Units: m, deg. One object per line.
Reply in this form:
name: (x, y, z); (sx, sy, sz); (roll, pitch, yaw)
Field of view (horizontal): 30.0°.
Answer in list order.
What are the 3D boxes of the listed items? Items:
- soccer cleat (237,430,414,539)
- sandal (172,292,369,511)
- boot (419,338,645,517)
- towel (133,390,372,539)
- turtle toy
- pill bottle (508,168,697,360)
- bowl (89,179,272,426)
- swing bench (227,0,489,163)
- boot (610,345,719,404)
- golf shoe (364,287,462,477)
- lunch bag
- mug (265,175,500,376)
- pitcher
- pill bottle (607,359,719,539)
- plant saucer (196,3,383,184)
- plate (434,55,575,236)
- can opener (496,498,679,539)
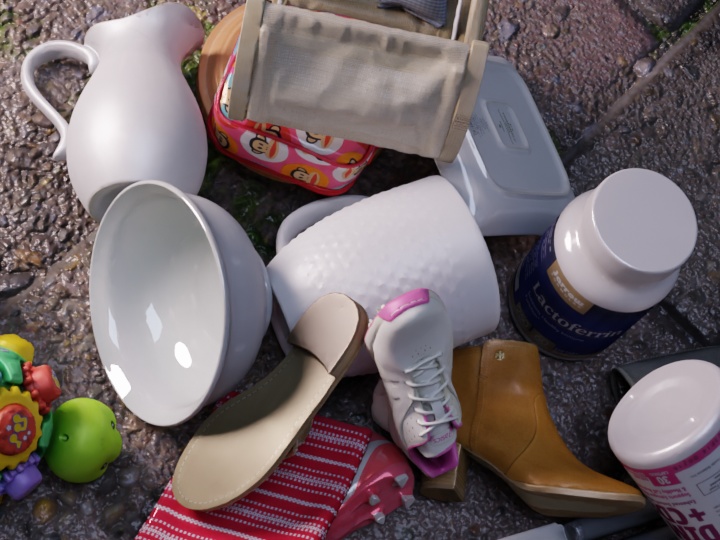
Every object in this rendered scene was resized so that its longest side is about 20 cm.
soccer cleat: (-0.048, 0.203, 1.122); (0.199, 0.067, 0.076); (-27, 41, -14)
sandal: (-0.057, 0.117, 1.083); (0.212, 0.070, 0.078); (-51, 56, 2)
boot: (0.149, 0.131, 1.158); (0.200, 0.071, 0.145); (4, 64, 15)
towel: (-0.091, 0.186, 1.081); (0.144, 0.023, 0.200); (14, 49, 18)
turtle toy: (-0.279, 0.121, 1.052); (0.200, 0.101, 0.147); (19, 79, -50)
pill bottle: (0.212, -0.004, 1.183); (0.115, 0.200, 0.116); (5, 66, -11)
bowl: (-0.137, 0.024, 1.114); (0.090, 0.201, 0.202); (-6, 67, -42)
swing bench: (0.004, -0.215, 1.128); (0.198, 0.130, 0.201); (10, 69, -5)
boot: (0.350, 0.137, 1.229); (0.199, 0.073, 0.182); (-16, 59, -25)
golf shoe: (0.053, 0.092, 1.072); (0.075, 0.200, 0.092); (-24, 57, -12)
lunch bag: (-0.033, -0.175, 1.228); (0.175, 0.082, 0.201); (21, 64, -5)
mug: (0.000, 0.000, 1.177); (0.174, 0.148, 0.200); (-21, 43, -13)
pitcher: (-0.221, -0.133, 1.193); (0.170, 0.121, 0.201); (-8, 58, 5)
pill bottle: (0.306, 0.182, 1.138); (0.200, 0.113, 0.114); (51, 62, -23)
plant saucer: (-0.057, -0.179, 1.286); (0.199, 0.032, 0.201); (4, 68, -11)
plate: (0.125, -0.127, 1.247); (0.199, 0.032, 0.201); (-2, 66, -52)
can opener: (0.187, 0.239, 1.159); (0.199, 0.066, 0.053); (-11, 75, -26)
